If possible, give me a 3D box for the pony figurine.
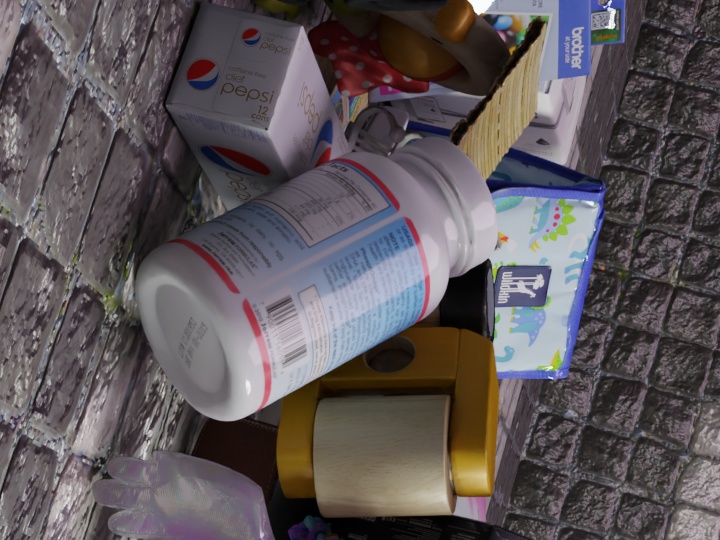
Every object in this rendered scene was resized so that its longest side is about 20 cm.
[{"bbox_3d":[-0.062,0.206,1.226,0.200,0.192,0.167,-119,-140,-59],"label":"pony figurine"}]

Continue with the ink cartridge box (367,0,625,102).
[{"bbox_3d":[0.099,-0.189,1.542,0.042,0.199,0.120,-104,-173,-47],"label":"ink cartridge box"}]

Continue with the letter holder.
[{"bbox_3d":[-0.091,0.198,1.421,0.100,0.142,0.201,22,83,-46],"label":"letter holder"}]

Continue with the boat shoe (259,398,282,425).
[{"bbox_3d":[-0.047,0.187,1.501,0.070,0.071,0.202,14,86,-58],"label":"boat shoe"}]

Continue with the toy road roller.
[{"bbox_3d":[0.027,0.092,1.313,0.200,0.122,0.146,-82,167,-47],"label":"toy road roller"}]

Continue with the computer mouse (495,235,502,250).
[{"bbox_3d":[0.046,0.060,1.533,0.138,0.053,0.201,-12,-119,55],"label":"computer mouse"}]

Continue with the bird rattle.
[{"bbox_3d":[0.021,-0.152,1.356,0.113,0.163,0.200,-54,151,-14],"label":"bird rattle"}]

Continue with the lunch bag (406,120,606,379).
[{"bbox_3d":[0.083,-0.011,1.678,0.128,0.199,0.171,-62,164,-64],"label":"lunch bag"}]

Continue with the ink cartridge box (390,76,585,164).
[{"bbox_3d":[0.097,-0.160,1.705,0.200,0.146,0.083,53,49,-74],"label":"ink cartridge box"}]

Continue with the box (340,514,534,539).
[{"bbox_3d":[0.029,0.226,1.305,0.200,0.046,0.159,-1,-112,65],"label":"box"}]

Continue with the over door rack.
[{"bbox_3d":[0.000,0.000,1.435,0.200,0.067,0.148,-58,154,3],"label":"over door rack"}]

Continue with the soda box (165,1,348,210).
[{"bbox_3d":[-0.057,-0.086,1.273,0.200,0.063,0.068,67,39,-72],"label":"soda box"}]

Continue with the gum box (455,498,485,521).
[{"bbox_3d":[0.022,0.202,1.620,0.200,0.066,0.114,15,74,-52],"label":"gum box"}]

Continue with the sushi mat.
[{"bbox_3d":[0.086,-0.094,1.355,0.096,0.012,0.200,-52,171,-7],"label":"sushi mat"}]

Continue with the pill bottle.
[{"bbox_3d":[-0.021,-0.002,1.228,0.200,0.109,0.109,-27,141,-29],"label":"pill bottle"}]

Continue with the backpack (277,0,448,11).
[{"bbox_3d":[0.000,-0.220,1.137,0.200,0.162,0.168,0,101,-77],"label":"backpack"}]

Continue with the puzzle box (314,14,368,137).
[{"bbox_3d":[-0.036,-0.066,1.490,0.133,0.025,0.200,90,18,-54],"label":"puzzle box"}]

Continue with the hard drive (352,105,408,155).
[{"bbox_3d":[-0.014,-0.006,1.563,0.132,0.027,0.201,-62,171,-57],"label":"hard drive"}]
